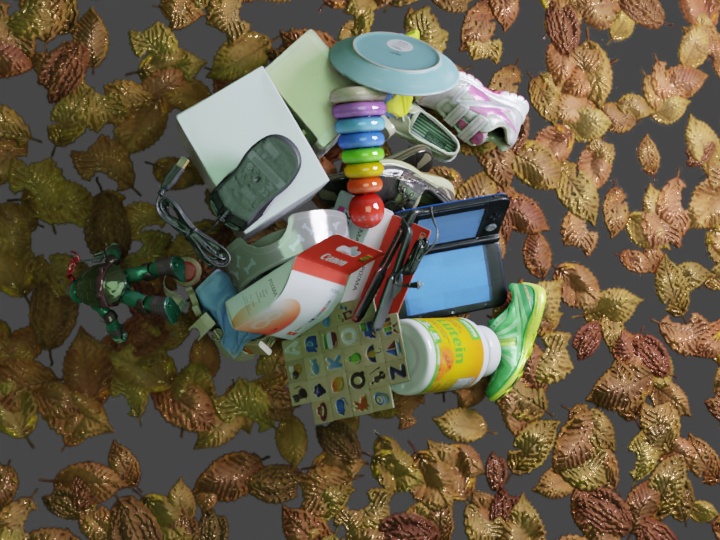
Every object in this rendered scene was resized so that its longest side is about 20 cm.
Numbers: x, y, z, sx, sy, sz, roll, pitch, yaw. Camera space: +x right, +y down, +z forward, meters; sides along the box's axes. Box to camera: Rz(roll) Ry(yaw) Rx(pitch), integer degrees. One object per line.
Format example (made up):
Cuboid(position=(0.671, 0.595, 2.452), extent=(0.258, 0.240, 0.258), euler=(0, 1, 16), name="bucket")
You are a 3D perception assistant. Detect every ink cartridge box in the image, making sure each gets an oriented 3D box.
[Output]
Cuboid(position=(0.000, 0.000, 1.401), extent=(0.043, 0.173, 0.203), euler=(16, 98, -45), name="ink cartridge box")
Cuboid(position=(-0.069, 0.029, 1.312), extent=(0.198, 0.162, 0.051), euler=(-29, 69, 20), name="ink cartridge box")

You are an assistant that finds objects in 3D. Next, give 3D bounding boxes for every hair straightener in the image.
Cuboid(position=(0.064, 0.000, 1.335), extent=(0.076, 0.041, 0.202), euler=(27, 88, 22), name="hair straightener")

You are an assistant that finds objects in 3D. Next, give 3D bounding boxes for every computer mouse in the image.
Cuboid(position=(-0.181, -0.117, 1.249), extent=(0.140, 0.046, 0.201), euler=(38, 88, -2), name="computer mouse")

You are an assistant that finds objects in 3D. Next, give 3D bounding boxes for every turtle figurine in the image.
Cuboid(position=(-0.358, 0.030, 1.357), extent=(0.196, 0.101, 0.153), euler=(-2, 85, 18), name="turtle figurine")

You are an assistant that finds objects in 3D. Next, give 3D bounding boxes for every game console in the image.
Cuboid(position=(0.145, -0.017, 1.470), extent=(0.196, 0.171, 0.120), euler=(-11, 63, -11), name="game console")

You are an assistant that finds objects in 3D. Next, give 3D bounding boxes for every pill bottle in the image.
Cuboid(position=(0.128, 0.129, 1.422), extent=(0.198, 0.110, 0.113), euler=(1, 87, -46), name="pill bottle")

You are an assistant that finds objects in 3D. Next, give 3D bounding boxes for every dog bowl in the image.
Cuboid(position=(-0.102, -0.017, 1.343), extent=(0.197, 0.200, 0.060), euler=(-18, 75, -10), name="dog bowl")

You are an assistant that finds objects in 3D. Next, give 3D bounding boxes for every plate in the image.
Cuboid(position=(0.051, -0.313, 1.358), extent=(0.196, 0.202, 0.026), euler=(3, 127, -10), name="plate")

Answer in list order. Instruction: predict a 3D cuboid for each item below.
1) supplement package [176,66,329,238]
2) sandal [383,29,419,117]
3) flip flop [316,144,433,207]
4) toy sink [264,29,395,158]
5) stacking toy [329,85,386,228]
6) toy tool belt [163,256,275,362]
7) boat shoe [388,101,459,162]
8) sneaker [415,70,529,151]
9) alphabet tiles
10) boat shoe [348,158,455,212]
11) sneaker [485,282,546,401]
Cuboid(position=(-0.164, -0.165, 1.373), extent=(0.146, 0.200, 0.193), euler=(-32, 94, -10), name="supplement package")
Cuboid(position=(0.045, -0.309, 1.452), extent=(0.085, 0.202, 0.080), euler=(5, 131, 5), name="sandal")
Cuboid(position=(0.020, -0.158, 1.475), extent=(0.197, 0.082, 0.058), euler=(-23, 54, -3), name="flip flop")
Cuboid(position=(-0.059, -0.246, 1.432), extent=(0.112, 0.130, 0.200), euler=(-42, 96, -9), name="toy sink")
Cuboid(position=(0.002, -0.162, 1.340), extent=(0.084, 0.085, 0.204), euler=(-5, 96, -10), name="stacking toy")
Cuboid(position=(-0.209, 0.053, 1.395), extent=(0.125, 0.123, 0.200), euler=(-45, 95, -9), name="toy tool belt")
Cuboid(position=(0.079, -0.246, 1.490), extent=(0.198, 0.062, 0.073), euler=(30, 83, -7), name="boat shoe")
Cuboid(position=(0.179, -0.252, 1.483), extent=(0.197, 0.081, 0.090), euler=(14, 66, -13), name="sneaker")
Cuboid(position=(-0.025, 0.134, 1.378), extent=(0.197, 0.006, 0.169), euler=(-15, 81, 22), name="alphabet tiles")
Cuboid(position=(0.075, -0.121, 1.445), extent=(0.197, 0.074, 0.065), euler=(7, 44, -31), name="boat shoe")
Cuboid(position=(0.241, 0.115, 1.510), extent=(0.082, 0.074, 0.203), euler=(19, 87, 15), name="sneaker")
